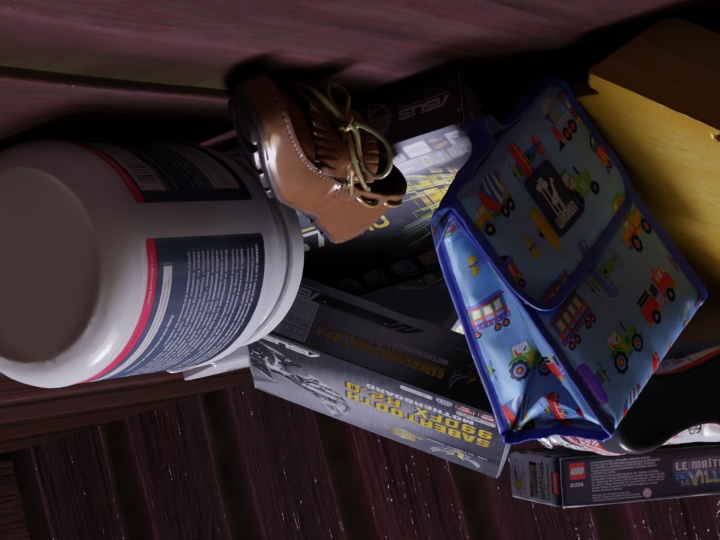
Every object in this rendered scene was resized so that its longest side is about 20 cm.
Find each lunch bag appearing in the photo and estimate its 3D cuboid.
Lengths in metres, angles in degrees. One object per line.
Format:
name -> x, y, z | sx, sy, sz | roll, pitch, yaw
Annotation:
lunch bag -> 0.117, -0.015, 1.259 | 0.094, 0.201, 0.151 | -7, -149, 44

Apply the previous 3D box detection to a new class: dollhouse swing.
dollhouse swing -> 0.255, -0.112, 1.342 | 0.180, 0.177, 0.201 | 26, 157, 15

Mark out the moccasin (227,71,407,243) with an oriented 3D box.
moccasin -> -0.020, -0.070, 1.163 | 0.077, 0.074, 0.201 | -27, 153, 10

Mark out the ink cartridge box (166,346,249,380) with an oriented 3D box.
ink cartridge box -> -0.100, 0.021, 1.663 | 0.198, 0.118, 0.067 | -11, 173, -30

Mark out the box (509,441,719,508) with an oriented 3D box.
box -> 0.217, 0.140, 1.407 | 0.198, 0.035, 0.110 | -3, 179, -14

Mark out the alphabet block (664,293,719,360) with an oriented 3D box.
alphabet block -> 0.223, 0.027, 1.512 | 0.194, 0.202, 0.196 | -10, 148, 5

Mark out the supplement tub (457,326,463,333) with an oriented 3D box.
supplement tub -> 0.061, 0.006, 1.797 | 0.198, 0.147, 0.145 | -16, 174, 8

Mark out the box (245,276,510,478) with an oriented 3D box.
box -> 0.018, 0.074, 1.394 | 0.198, 0.049, 0.159 | 20, 161, 6

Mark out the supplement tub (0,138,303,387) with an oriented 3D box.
supplement tub -> -0.137, -0.008, 1.184 | 0.139, 0.142, 0.199 | -18, 173, 30

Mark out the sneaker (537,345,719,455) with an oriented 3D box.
sneaker -> 0.207, 0.088, 1.368 | 0.200, 0.068, 0.107 | -6, -177, -39

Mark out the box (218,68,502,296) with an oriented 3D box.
box -> 0.012, -0.050, 1.329 | 0.198, 0.050, 0.161 | -17, 145, 21

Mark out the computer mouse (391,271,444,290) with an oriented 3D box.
computer mouse -> 0.000, 0.000, 1.476 | 0.199, 0.059, 0.034 | -25, -151, 14

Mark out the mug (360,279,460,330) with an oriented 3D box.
mug -> 0.046, -0.027, 1.569 | 0.200, 0.148, 0.175 | -46, 176, 10
